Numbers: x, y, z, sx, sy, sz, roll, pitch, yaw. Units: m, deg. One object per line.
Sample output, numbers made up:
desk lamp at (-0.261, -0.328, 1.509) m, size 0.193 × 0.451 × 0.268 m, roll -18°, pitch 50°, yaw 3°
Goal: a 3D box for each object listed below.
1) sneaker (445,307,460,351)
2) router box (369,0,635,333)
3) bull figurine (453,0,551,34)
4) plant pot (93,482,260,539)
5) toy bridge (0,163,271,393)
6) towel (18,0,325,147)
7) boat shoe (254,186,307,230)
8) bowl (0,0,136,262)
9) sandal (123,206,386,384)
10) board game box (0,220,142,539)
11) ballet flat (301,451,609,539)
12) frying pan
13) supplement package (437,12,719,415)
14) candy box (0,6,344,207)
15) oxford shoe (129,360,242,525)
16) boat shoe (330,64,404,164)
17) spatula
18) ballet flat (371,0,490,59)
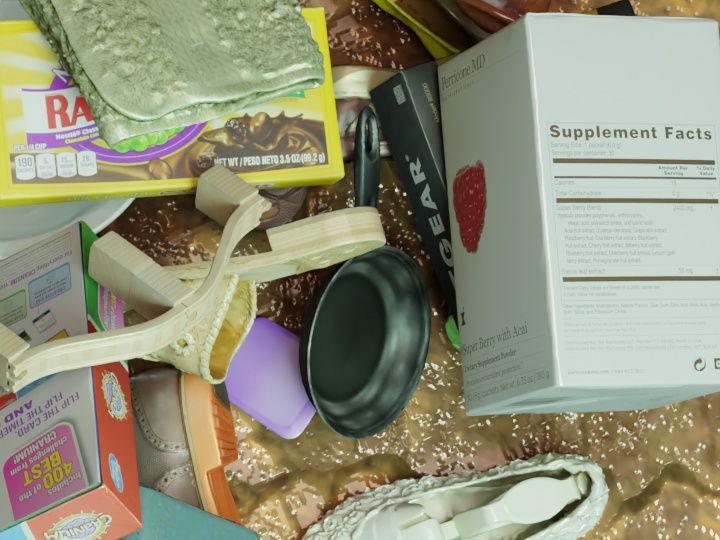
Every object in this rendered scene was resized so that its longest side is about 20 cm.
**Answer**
sneaker at (0.137, 0.010, 1.648) m, size 0.200 × 0.077 × 0.084 m, roll -11°, pitch 78°, yaw -24°
router box at (0.114, -0.039, 1.578) m, size 0.157 × 0.052 × 0.200 m, roll -20°, pitch 88°, yaw -24°
bull figurine at (0.077, -0.199, 1.601) m, size 0.121 × 0.200 × 0.065 m, roll 34°, pitch 113°, yaw -9°
plant pot at (-0.140, 0.222, 1.461) m, size 0.196 × 0.196 × 0.200 m, roll 31°, pitch 61°, yaw -51°
toy bridge at (-0.114, 0.008, 1.447) m, size 0.067 × 0.027 × 0.200 m, roll 35°, pitch 48°, yaw 23°
towel at (-0.118, -0.164, 1.517) m, size 0.148 × 0.036 × 0.200 m, roll -19°, pitch 65°, yaw -27°
boat shoe at (-0.084, -0.120, 1.613) m, size 0.076 × 0.072 × 0.200 m, roll -13°, pitch 91°, yaw -1°
bowl at (-0.212, -0.099, 1.569) m, size 0.201 × 0.090 × 0.201 m, roll 2°, pitch 82°, yaw -13°
sandal at (-0.081, 0.027, 1.539) m, size 0.212 × 0.078 × 0.070 m, roll -18°, pitch 80°, yaw 18°
board game box at (-0.196, 0.082, 1.460) m, size 0.153 × 0.200 × 0.040 m, roll -25°, pitch 132°, yaw 15°
ballet flat at (0.055, 0.147, 1.608) m, size 0.200 × 0.072 × 0.072 m, roll -18°, pitch 86°, yaw -14°
frying pan at (-0.009, 0.011, 1.582) m, size 0.115 × 0.031 × 0.190 m, roll -47°, pitch 131°, yaw -35°
supplement package at (0.124, -0.028, 1.484) m, size 0.120 × 0.121 × 0.200 m, roll 0°, pitch 80°, yaw -22°
candy box at (-0.112, -0.093, 1.531) m, size 0.200 × 0.026 × 0.102 m, roll -5°, pitch 80°, yaw -18°
oxford shoe at (-0.105, 0.154, 1.578) m, size 0.073 × 0.071 × 0.200 m, roll -8°, pitch 81°, yaw 8°
boat shoe at (0.058, -0.075, 1.627) m, size 0.200 × 0.072 × 0.072 m, roll 7°, pitch 79°, yaw -27°
spatula at (-0.106, 0.023, 1.611) m, size 0.200 × 0.021 × 0.057 m, roll 35°, pitch 79°, yaw -5°
ballet flat at (0.033, -0.182, 1.649) m, size 0.200 × 0.067 × 0.067 m, roll 43°, pitch 79°, yaw -4°
